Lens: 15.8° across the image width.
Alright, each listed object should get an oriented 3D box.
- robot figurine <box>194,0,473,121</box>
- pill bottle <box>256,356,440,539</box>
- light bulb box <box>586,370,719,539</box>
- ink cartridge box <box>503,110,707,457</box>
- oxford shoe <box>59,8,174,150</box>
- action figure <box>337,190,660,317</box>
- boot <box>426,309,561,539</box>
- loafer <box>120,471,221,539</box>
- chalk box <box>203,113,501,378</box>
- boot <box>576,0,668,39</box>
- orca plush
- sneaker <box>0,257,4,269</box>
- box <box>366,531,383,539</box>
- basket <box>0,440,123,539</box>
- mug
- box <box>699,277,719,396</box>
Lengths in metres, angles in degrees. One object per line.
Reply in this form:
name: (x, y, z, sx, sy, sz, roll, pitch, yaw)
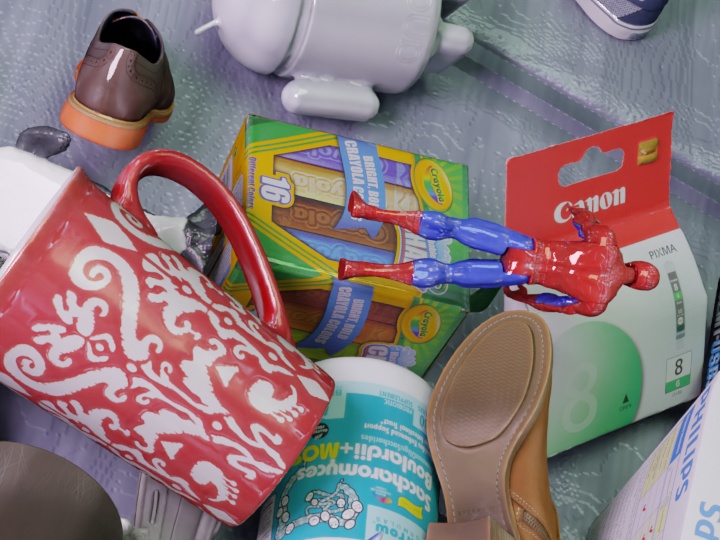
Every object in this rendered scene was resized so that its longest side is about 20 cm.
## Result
robot figurine: (-0.020, -0.189, 1.835, 0.200, 0.113, 0.170, 6, 72, -20)
pill bottle: (-0.008, 0.161, 1.584, 0.111, 0.111, 0.200, 15, 51, -14)
light bulb box: (0.215, 0.207, 1.592, 0.125, 0.200, 0.199, 24, 50, -7)
ink cartridge box: (0.165, 0.009, 1.722, 0.161, 0.200, 0.050, -18, 30, -38)
oxford shoe: (-0.150, -0.139, 1.721, 0.071, 0.073, 0.200, 20, 17, -7)
action figure: (0.086, -0.012, 1.619, 0.199, 0.065, 0.099, 9, 7, -7)
boot: (0.098, 0.140, 1.618, 0.074, 0.155, 0.200, 3, 65, 29)
loafer: (-0.132, 0.179, 1.545, 0.070, 0.070, 0.200, 23, 42, -1)
chalk box: (0.000, 0.000, 1.697, 0.200, 0.125, 0.124, 13, 51, -14)
boot: (0.168, -0.275, 2.000, 0.200, 0.090, 0.073, 42, 50, 9)
orca plush: (-0.183, -0.038, 1.672, 0.199, 0.071, 0.106, -2, 86, 9)
sneaker: (-0.257, 0.071, 1.569, 0.085, 0.078, 0.200, 27, 58, -13)
box: (-0.053, 0.235, 1.441, 0.048, 0.200, 0.122, 41, 41, -17)
basket: (-0.214, 0.202, 1.423, 0.136, 0.181, 0.200, 9, 45, 11)
mug: (-0.112, 0.034, 1.522, 0.200, 0.133, 0.178, 37, 89, -7)
box: (0.322, 0.115, 1.785, 0.200, 0.050, 0.199, 33, 45, -17)
